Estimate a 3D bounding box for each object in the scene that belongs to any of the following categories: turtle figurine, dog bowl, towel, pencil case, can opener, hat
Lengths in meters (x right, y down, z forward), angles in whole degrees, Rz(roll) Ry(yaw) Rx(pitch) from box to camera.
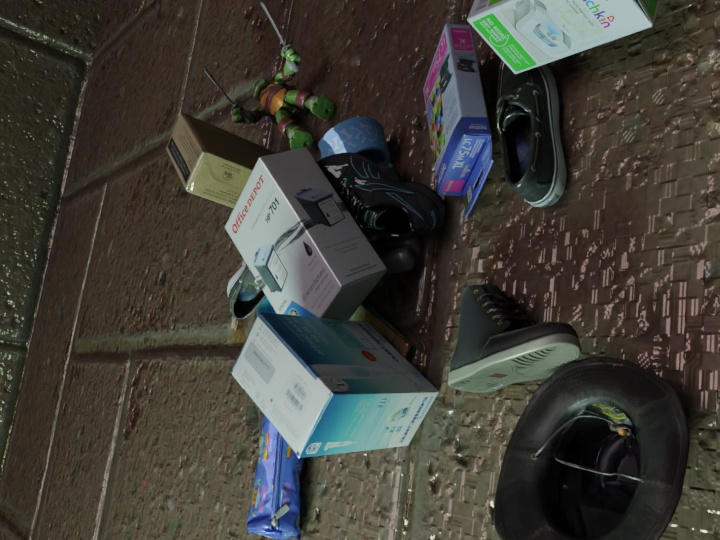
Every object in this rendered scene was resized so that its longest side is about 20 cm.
[{"bbox_3d":[-0.149,-0.297,1.290,0.193,0.143,0.203,39,152,35],"label":"turtle figurine"},{"bbox_3d":[-0.032,-0.129,1.116,0.201,0.110,0.050,-50,55,31],"label":"dog bowl"},{"bbox_3d":[-0.008,0.121,1.055,0.199,0.021,0.149,37,107,53],"label":"towel"},{"bbox_3d":[-0.111,0.274,1.086,0.087,0.076,0.205,122,154,-74],"label":"pencil case"},{"bbox_3d":[0.000,0.000,1.053,0.197,0.067,0.054,-8,38,37],"label":"can opener"},{"bbox_3d":[0.209,0.182,0.670,0.199,0.080,0.204,-33,37,30],"label":"hat"}]

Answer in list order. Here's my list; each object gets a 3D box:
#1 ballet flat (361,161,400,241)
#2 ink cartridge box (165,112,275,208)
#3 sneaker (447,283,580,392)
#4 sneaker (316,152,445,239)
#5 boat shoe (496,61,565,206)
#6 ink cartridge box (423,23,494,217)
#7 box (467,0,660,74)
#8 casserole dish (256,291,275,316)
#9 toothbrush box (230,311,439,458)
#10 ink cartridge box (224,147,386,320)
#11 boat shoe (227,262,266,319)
[{"bbox_3d":[-0.003,-0.078,1.096,0.201,0.072,0.074,-52,39,38],"label":"ballet flat"},{"bbox_3d":[-0.211,-0.168,1.299,0.076,0.197,0.165,-59,37,17],"label":"ink cartridge box"},{"bbox_3d":[0.147,0.055,0.789,0.200,0.073,0.109,146,133,-61],"label":"sneaker"},{"bbox_3d":[0.009,-0.093,0.983,0.196,0.079,0.077,19,125,23],"label":"sneaker"},{"bbox_3d":[0.181,-0.168,0.857,0.068,0.056,0.204,-34,51,43],"label":"boat shoe"},{"bbox_3d":[0.116,-0.182,0.943,0.120,0.041,0.204,110,156,-60],"label":"ink cartridge box"},{"bbox_3d":[0.225,-0.332,0.795,0.175,0.096,0.203,-7,55,52],"label":"box"},{"bbox_3d":[-0.111,0.065,1.192,0.122,0.038,0.201,-57,32,23],"label":"casserole dish"},{"bbox_3d":[-0.027,0.129,0.895,0.146,0.198,0.086,42,109,37],"label":"toothbrush box"},{"bbox_3d":[-0.075,-0.030,0.992,0.202,0.085,0.147,55,137,17],"label":"ink cartridge box"},{"bbox_3d":[-0.153,0.006,1.201,0.200,0.067,0.058,-50,37,44],"label":"boat shoe"}]
